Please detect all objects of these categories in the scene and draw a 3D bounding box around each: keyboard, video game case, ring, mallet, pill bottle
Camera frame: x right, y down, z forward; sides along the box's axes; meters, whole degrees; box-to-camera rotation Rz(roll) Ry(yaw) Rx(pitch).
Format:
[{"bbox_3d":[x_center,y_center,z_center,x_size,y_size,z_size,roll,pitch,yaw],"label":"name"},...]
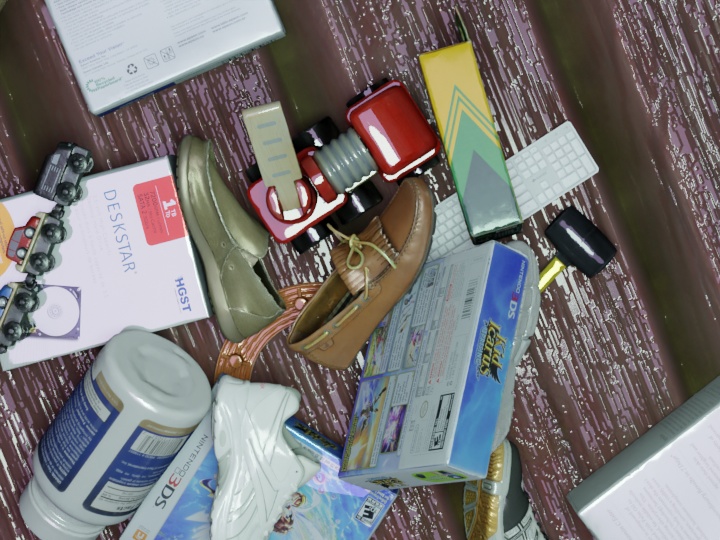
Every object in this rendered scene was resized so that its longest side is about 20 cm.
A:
[{"bbox_3d":[0.126,-0.063,1.678,0.200,0.011,0.056,-33,91,3],"label":"keyboard"},{"bbox_3d":[-0.094,0.225,1.666,0.200,0.045,0.182,32,101,-2],"label":"video game case"},{"bbox_3d":[-0.040,0.112,1.685,0.199,0.019,0.202,0,93,1],"label":"ring"},{"bbox_3d":[0.064,0.088,1.571,0.045,0.181,0.201,23,70,-26],"label":"video game case"},{"bbox_3d":[0.160,0.036,1.671,0.066,0.041,0.200,36,97,3],"label":"mallet"},{"bbox_3d":[-0.229,0.159,1.624,0.111,0.111,0.200,37,116,0],"label":"pill bottle"}]

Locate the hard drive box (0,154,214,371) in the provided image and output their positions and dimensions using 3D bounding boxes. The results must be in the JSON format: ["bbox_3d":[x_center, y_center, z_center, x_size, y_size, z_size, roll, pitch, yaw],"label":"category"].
[{"bbox_3d":[-0.250,-0.009,1.656,0.199,0.077,0.157,-15,93,2],"label":"hard drive box"}]

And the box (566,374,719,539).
[{"bbox_3d":[0.314,0.213,1.637,0.200,0.106,0.153,-37,92,2],"label":"box"}]

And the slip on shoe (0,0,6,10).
[{"bbox_3d":[-0.363,-0.228,1.638,0.200,0.076,0.061,-31,87,14],"label":"slip on shoe"}]

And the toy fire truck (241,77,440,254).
[{"bbox_3d":[-0.027,-0.107,1.584,0.176,0.200,0.129,-33,92,3],"label":"toy fire truck"}]

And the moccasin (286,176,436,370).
[{"bbox_3d":[0.000,-0.001,1.604,0.077,0.074,0.202,20,123,-29],"label":"moccasin"}]

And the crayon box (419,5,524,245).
[{"bbox_3d":[0.096,-0.127,1.612,0.051,0.127,0.201,-16,86,4],"label":"crayon box"}]

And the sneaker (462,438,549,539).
[{"bbox_3d":[0.147,0.253,1.670,0.087,0.076,0.201,-2,95,-15],"label":"sneaker"}]

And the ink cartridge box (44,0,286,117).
[{"bbox_3d":[-0.196,-0.272,1.661,0.196,0.043,0.201,-22,89,3],"label":"ink cartridge box"}]

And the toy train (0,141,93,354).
[{"bbox_3d":[-0.294,-0.022,1.601,0.046,0.034,0.201,22,93,4],"label":"toy train"}]

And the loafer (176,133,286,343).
[{"bbox_3d":[-0.119,-0.034,1.643,0.067,0.076,0.201,-14,108,3],"label":"loafer"}]

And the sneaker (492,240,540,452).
[{"bbox_3d":[0.104,0.066,1.632,0.082,0.077,0.201,12,85,34],"label":"sneaker"}]

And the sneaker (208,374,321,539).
[{"bbox_3d":[-0.085,0.195,1.601,0.099,0.078,0.201,1,99,0],"label":"sneaker"}]
